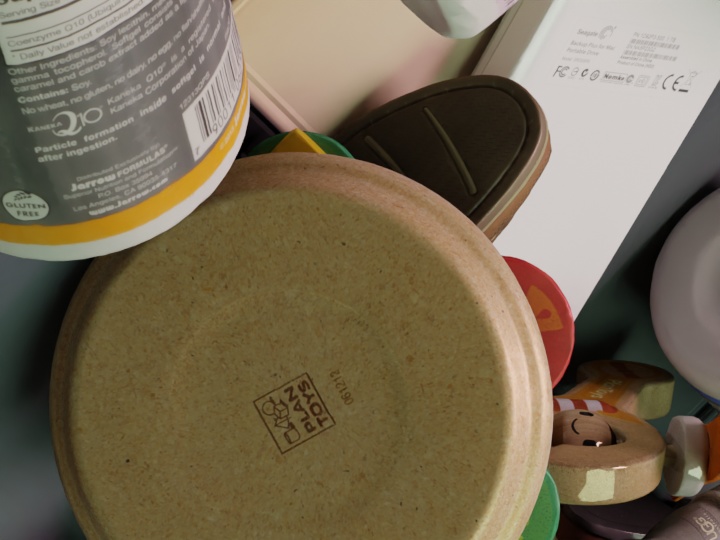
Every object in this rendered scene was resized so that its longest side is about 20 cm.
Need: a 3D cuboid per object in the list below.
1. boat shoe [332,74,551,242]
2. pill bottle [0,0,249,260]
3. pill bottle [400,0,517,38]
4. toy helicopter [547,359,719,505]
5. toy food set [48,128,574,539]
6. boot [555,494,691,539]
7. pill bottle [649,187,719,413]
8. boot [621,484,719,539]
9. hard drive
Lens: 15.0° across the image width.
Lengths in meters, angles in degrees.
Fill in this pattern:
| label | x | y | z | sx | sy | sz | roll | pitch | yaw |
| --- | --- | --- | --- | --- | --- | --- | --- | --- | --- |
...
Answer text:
| label | x | y | z | sx | sy | sz | roll | pitch | yaw |
| --- | --- | --- | --- | --- | --- | --- | --- | --- | --- |
| boat shoe | 0.000 | 0.000 | 1.097 | 0.200 | 0.072 | 0.068 | -39 | 151 | 11 |
| pill bottle | -0.104 | -0.104 | 0.832 | 0.116 | 0.116 | 0.200 | -33 | 144 | -15 |
| pill bottle | 0.072 | -0.181 | 0.930 | 0.200 | 0.112 | 0.112 | -41 | 146 | -3 |
| toy helicopter | 0.110 | 0.068 | 1.215 | 0.200 | 0.132 | 0.079 | -29 | 123 | -69 |
| toy food set | -0.019 | 0.052 | 1.034 | 0.198 | 0.200 | 0.049 | -46 | 174 | 9 |
| boot | 0.108 | 0.204 | 1.406 | 0.200 | 0.068 | 0.188 | -58 | 157 | 6 |
| pill bottle | 0.224 | 0.040 | 1.318 | 0.114 | 0.114 | 0.200 | -45 | 146 | 3 |
| boot | 0.081 | 0.177 | 1.240 | 0.200 | 0.073 | 0.182 | -19 | 139 | -35 |
| hard drive | 0.085 | -0.055 | 1.153 | 0.132 | 0.026 | 0.200 | 3 | 125 | -47 |
